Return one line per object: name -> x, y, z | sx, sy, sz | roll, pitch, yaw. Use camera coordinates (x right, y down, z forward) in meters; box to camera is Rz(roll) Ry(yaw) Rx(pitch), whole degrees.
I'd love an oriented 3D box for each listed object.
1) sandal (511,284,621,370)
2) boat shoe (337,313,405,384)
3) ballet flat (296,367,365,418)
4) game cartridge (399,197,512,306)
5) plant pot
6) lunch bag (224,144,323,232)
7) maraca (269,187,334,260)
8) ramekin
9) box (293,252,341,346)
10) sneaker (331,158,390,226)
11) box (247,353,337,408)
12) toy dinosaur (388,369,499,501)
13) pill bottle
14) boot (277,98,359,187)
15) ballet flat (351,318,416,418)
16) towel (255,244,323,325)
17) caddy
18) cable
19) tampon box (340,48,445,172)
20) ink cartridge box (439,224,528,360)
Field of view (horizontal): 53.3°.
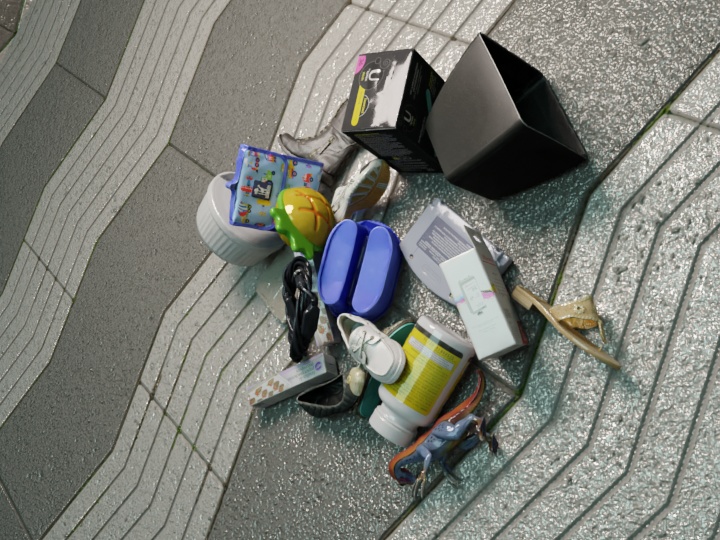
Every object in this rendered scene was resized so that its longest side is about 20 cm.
sandal -> 0.323, 0.062, 1.095 | 0.211, 0.077, 0.070 | 40, 105, 43
boat shoe -> 0.009, 0.128, 1.214 | 0.071, 0.069, 0.200 | -58, 29, 2
ballet flat -> -0.051, 0.222, 1.288 | 0.200, 0.056, 0.067 | -39, 37, 48
game cartridge -> 0.160, -0.024, 1.272 | 0.134, 0.041, 0.200 | -50, 52, 8
plant pot -> 0.227, -0.236, 1.207 | 0.177, 0.198, 0.202 | -39, 55, 35
lunch bag -> -0.183, -0.158, 1.407 | 0.093, 0.198, 0.153 | 17, 99, 42
maraca -> -0.109, -0.088, 1.334 | 0.107, 0.200, 0.137 | -39, 98, 22
ramekin -> -0.253, -0.101, 1.510 | 0.094, 0.201, 0.205 | -41, 54, 32
box -> -0.084, 0.047, 1.399 | 0.038, 0.041, 0.203 | -20, 76, 19
sneaker -> -0.016, -0.148, 1.396 | 0.201, 0.075, 0.088 | -55, 42, 32
box -> -0.135, 0.217, 1.397 | 0.198, 0.041, 0.039 | -28, 60, 27
toy dinosaur -> 0.128, 0.282, 1.160 | 0.179, 0.105, 0.203 | -13, 54, 28
pill bottle -> 0.098, 0.187, 1.198 | 0.111, 0.111, 0.202 | 33, 95, 39
boot -> -0.068, -0.288, 1.517 | 0.200, 0.069, 0.175 | 41, 99, 28
ballet flat -> 0.029, 0.166, 1.292 | 0.075, 0.067, 0.202 | 33, 97, 54
towel -> -0.127, 0.004, 1.478 | 0.201, 0.034, 0.133 | -51, 54, 10
caddy -> 0.000, 0.000, 1.342 | 0.139, 0.105, 0.203 | 13, 83, 16
cable -> -0.123, 0.076, 1.359 | 0.164, 0.050, 0.202 | -119, 31, -49
tampon box -> 0.081, -0.284, 1.314 | 0.125, 0.199, 0.152 | 5, 77, 37
ink cartridge box -> 0.191, 0.036, 1.144 | 0.067, 0.116, 0.203 | -25, 76, 19
